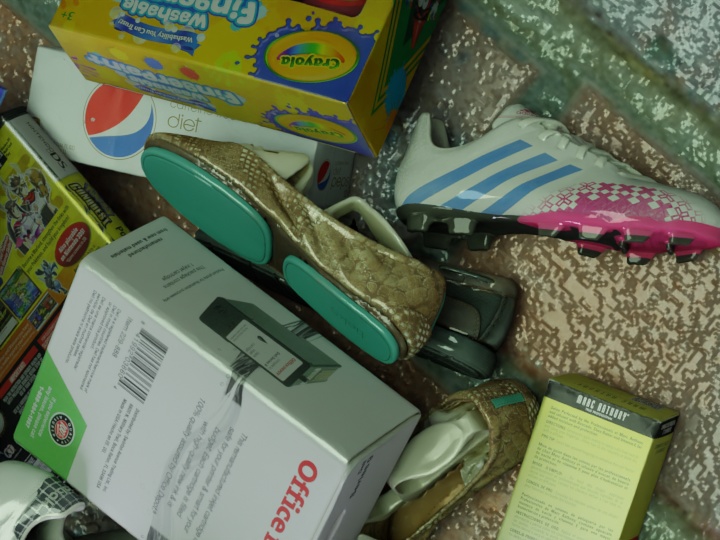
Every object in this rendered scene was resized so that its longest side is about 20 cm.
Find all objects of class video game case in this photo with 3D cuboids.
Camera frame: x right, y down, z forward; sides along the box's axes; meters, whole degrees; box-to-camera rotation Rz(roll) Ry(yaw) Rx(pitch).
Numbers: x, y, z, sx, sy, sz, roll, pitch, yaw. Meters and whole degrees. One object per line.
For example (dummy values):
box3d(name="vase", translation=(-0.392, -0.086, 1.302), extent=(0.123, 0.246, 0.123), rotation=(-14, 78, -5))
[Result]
box3d(name="video game case", translation=(-0.205, 0.028, 1.691), extent=(0.181, 0.026, 0.200), rotation=(48, 127, 10))

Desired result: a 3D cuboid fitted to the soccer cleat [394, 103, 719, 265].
box3d(name="soccer cleat", translation=(0.115, -0.054, 1.567), extent=(0.200, 0.070, 0.086), rotation=(5, 77, 18))

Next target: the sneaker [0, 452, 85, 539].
box3d(name="sneaker", translation=(-0.219, 0.208, 1.613), extent=(0.080, 0.076, 0.200), rotation=(21, 110, 21))

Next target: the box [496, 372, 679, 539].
box3d(name="box", translation=(0.118, 0.165, 1.581), extent=(0.075, 0.050, 0.200), rotation=(20, 98, 20))

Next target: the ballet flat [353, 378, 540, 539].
box3d(name="ballet flat", translation=(0.020, 0.131, 1.609), extent=(0.200, 0.065, 0.071), rotation=(-45, 66, 19))

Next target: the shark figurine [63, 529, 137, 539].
box3d(name="shark figurine", translation=(-0.213, 0.238, 1.705), extent=(0.128, 0.089, 0.215), rotation=(30, 101, 21))

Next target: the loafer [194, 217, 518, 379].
box3d(name="loafer", translation=(0.000, 0.000, 1.626), extent=(0.200, 0.072, 0.063), rotation=(25, 81, 14))

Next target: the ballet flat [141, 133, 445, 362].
box3d(name="ballet flat", translation=(-0.034, -0.026, 1.566), extent=(0.200, 0.071, 0.065), rotation=(39, 65, 9))

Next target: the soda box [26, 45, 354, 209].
box3d(name="soda box", translation=(-0.104, -0.087, 1.662), extent=(0.200, 0.064, 0.068), rotation=(13, 96, 22))

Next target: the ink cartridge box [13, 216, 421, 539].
box3d(name="ink cartridge box", translation=(-0.085, 0.090, 1.563), extent=(0.200, 0.084, 0.146), rotation=(37, 125, 16))

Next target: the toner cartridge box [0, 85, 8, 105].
box3d(name="toner cartridge box", translation=(-0.282, -0.024, 1.648), extent=(0.043, 0.095, 0.200), rotation=(27, 73, -17))

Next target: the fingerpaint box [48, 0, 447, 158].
box3d(name="fingerpaint box", translation=(-0.056, -0.174, 1.598), extent=(0.200, 0.073, 0.167), rotation=(17, 71, 22))
